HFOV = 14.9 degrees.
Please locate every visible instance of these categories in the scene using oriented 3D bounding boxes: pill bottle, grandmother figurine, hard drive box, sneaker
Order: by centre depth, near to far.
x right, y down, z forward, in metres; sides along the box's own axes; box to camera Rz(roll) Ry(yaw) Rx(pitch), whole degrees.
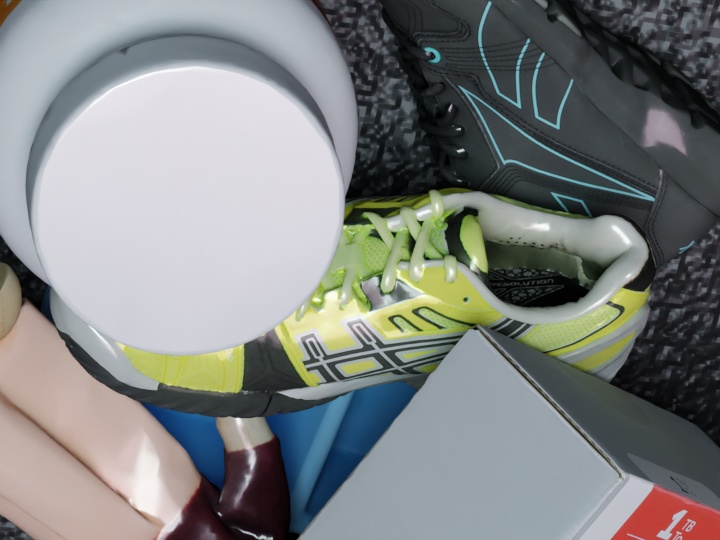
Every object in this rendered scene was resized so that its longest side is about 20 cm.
[{"bbox_3d":[-0.061,-0.055,0.815,0.112,0.200,0.113,-4,114,-9],"label":"pill bottle"},{"bbox_3d":[0.000,0.000,0.881,0.199,0.076,0.076,-1,148,-20],"label":"sneaker"},{"bbox_3d":[0.034,0.131,0.889,0.200,0.077,0.156,-52,145,11],"label":"hard drive box"},{"bbox_3d":[0.047,-0.061,0.910,0.200,0.075,0.079,38,107,-26],"label":"sneaker"},{"bbox_3d":[-0.072,0.087,0.918,0.121,0.061,0.200,-41,114,19],"label":"grandmother figurine"}]

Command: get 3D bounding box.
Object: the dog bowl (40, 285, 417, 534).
[{"bbox_3d":[-0.014,0.042,0.967,0.199,0.050,0.112,15,114,-18],"label":"dog bowl"}]
